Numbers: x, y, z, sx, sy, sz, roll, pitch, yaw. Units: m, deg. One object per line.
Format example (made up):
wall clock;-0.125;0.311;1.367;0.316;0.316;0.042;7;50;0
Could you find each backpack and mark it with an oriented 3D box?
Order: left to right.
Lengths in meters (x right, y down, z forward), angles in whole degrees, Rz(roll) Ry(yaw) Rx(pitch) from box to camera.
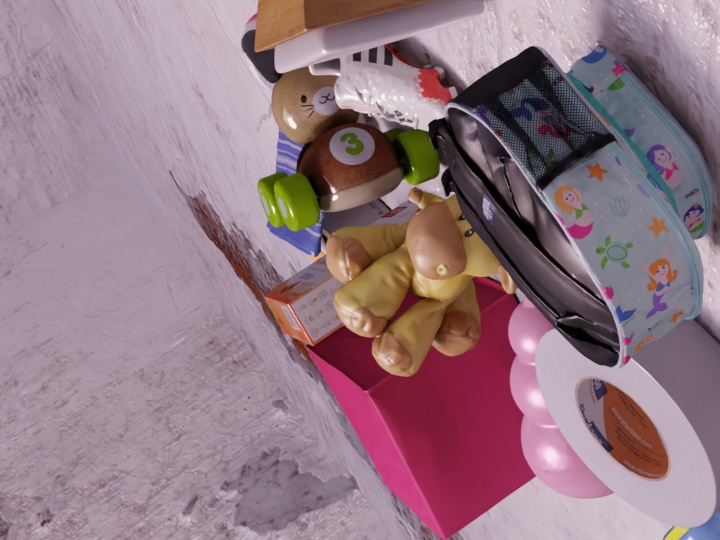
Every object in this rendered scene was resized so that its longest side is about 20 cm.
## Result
backpack;0.159;-0.040;1.129;0.201;0.150;0.178;59;174;27

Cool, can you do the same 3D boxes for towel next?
towel;-0.073;-0.128;1.944;0.145;0.024;0.202;-148;60;-62

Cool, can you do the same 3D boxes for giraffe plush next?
giraffe plush;0.083;-0.014;1.542;0.173;0.200;0.162;51;151;-1

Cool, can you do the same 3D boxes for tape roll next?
tape roll;0.236;0.112;1.349;0.200;0.066;0.201;43;156;25

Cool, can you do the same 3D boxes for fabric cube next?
fabric cube;0.090;0.133;1.797;0.200;0.195;0.200;60;169;-21

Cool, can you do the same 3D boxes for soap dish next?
soap dish;0.002;-0.220;1.319;0.200;0.156;0.082;-168;62;-75

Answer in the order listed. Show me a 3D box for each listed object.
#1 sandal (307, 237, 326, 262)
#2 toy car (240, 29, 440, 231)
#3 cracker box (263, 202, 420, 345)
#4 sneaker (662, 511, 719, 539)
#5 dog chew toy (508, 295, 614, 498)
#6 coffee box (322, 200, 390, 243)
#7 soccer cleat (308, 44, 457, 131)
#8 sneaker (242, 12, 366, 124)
sandal;-0.043;0.015;1.973;0.207;0.059;0.079;48;165;39
toy car;-0.037;-0.162;1.658;0.158;0.163;0.202;-166;56;-74
cracker box;0.000;0.000;1.796;0.058;0.199;0.134;59;168;-10
sneaker;0.323;0.278;1.547;0.079;0.066;0.200;49;167;18
dog chew toy;0.193;0.107;1.502;0.124;0.124;0.201;30;143;66
coffee box;0.025;0.009;2.026;0.114;0.079;0.201;46;165;44
soccer cleat;0.024;-0.167;1.520;0.200;0.085;0.069;48;166;40
sneaker;-0.050;-0.201;1.788;0.200;0.081;0.088;51;170;-17
